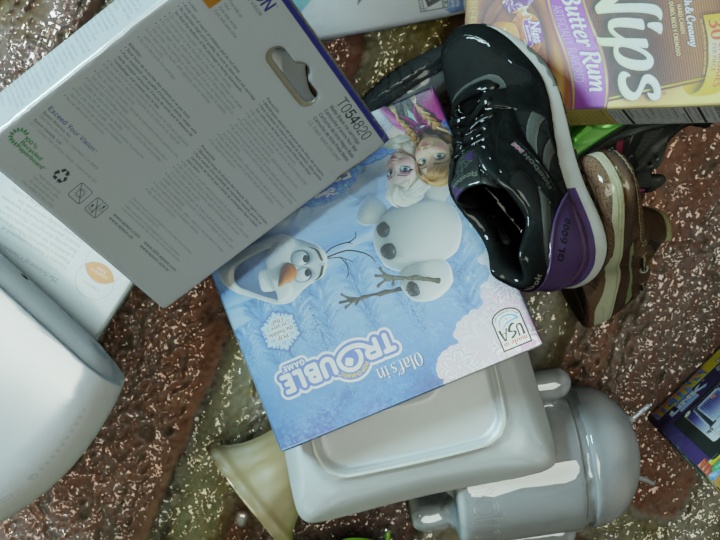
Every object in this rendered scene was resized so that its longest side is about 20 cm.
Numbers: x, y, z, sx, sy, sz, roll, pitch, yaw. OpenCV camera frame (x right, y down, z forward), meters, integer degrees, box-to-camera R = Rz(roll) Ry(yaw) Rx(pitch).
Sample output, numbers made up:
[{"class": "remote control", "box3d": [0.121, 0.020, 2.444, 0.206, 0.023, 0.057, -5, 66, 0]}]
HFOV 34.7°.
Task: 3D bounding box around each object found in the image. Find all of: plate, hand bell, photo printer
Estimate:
[{"class": "plate", "box3d": [0.026, 0.071, 0.854, 0.200, 0.032, 0.200, -14, 83, 7]}, {"class": "hand bell", "box3d": [-0.014, 0.119, 0.925, 0.200, 0.104, 0.104, -38, 99, -9]}, {"class": "photo printer", "box3d": [-0.279, 0.073, 0.800, 0.166, 0.069, 0.200, -45, 99, 5]}]

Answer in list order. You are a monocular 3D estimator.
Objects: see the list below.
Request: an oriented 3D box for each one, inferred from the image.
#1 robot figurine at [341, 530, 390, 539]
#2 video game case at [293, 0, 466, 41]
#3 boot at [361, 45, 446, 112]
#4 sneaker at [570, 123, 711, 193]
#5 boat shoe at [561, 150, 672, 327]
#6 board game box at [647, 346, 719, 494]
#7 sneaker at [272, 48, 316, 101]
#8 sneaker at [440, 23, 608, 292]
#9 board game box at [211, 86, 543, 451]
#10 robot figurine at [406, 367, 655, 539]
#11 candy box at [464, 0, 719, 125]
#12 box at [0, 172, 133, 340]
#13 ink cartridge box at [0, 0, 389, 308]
[{"class": "robot figurine", "box3d": [-0.026, 0.299, 0.926, 0.200, 0.116, 0.175, -42, 105, 4]}, {"class": "video game case", "box3d": [-0.019, -0.274, 0.846, 0.182, 0.022, 0.200, -15, 101, -21]}, {"class": "boot", "box3d": [0.030, -0.070, 0.899, 0.200, 0.070, 0.132, -40, 102, 15]}, {"class": "sneaker", "box3d": [0.189, -0.081, 0.894, 0.200, 0.077, 0.084, -38, 101, 7]}, {"class": "boat shoe", "box3d": [0.192, -0.032, 0.858, 0.075, 0.202, 0.075, -23, 64, -6]}, {"class": "board game box", "box3d": [0.329, 0.084, 0.881, 0.057, 0.165, 0.200, 44, 95, -6]}, {"class": "sneaker", "box3d": [-0.093, -0.174, 0.875, 0.080, 0.074, 0.200, -33, 103, -14]}, {"class": "sneaker", "box3d": [0.093, -0.080, 0.767, 0.076, 0.088, 0.200, -37, 69, 41]}, {"class": "board game box", "box3d": [0.000, 0.000, 0.824, 0.200, 0.043, 0.199, -24, 84, 6]}, {"class": "robot figurine", "box3d": [0.133, 0.153, 0.911, 0.200, 0.113, 0.170, -9, 120, -1]}, {"class": "candy box", "box3d": [0.175, -0.167, 0.833, 0.200, 0.056, 0.117, 1, 84, 24]}, {"class": "box", "box3d": [-0.248, 0.015, 0.877, 0.124, 0.097, 0.200, 33, 96, -8]}, {"class": "ink cartridge box", "box3d": [-0.107, -0.089, 0.733, 0.200, 0.041, 0.200, -35, 139, 4]}]
